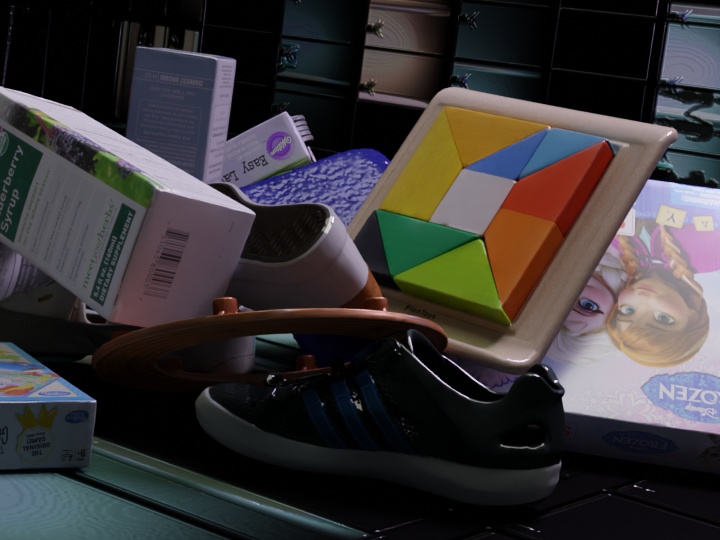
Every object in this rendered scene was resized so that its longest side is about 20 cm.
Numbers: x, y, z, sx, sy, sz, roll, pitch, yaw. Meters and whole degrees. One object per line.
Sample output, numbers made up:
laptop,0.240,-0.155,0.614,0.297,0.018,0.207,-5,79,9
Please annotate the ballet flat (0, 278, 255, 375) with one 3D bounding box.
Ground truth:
ballet flat,-0.163,0.031,0.963,0.197,0.065,0.067,7,3,-6

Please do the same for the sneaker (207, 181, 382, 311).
sneaker,-0.063,0.002,0.940,0.199,0.073,0.085,15,-30,53

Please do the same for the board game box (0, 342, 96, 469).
board game box,-0.245,0.063,0.751,0.198,0.035,0.134,3,9,-31

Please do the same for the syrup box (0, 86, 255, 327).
syrup box,-0.160,-0.039,0.910,0.199,0.080,0.081,30,11,41

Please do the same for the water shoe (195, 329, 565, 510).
water shoe,0.011,0.067,0.809,0.198,0.080,0.071,9,7,14

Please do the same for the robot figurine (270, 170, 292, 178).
robot figurine,-0.048,-0.027,1.308,0.173,0.117,0.200,0,7,4

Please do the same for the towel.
towel,0.000,0.000,1.051,0.146,0.050,0.200,-19,45,-22

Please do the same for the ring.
ring,-0.050,0.042,0.863,0.198,0.019,0.201,-5,-14,-1

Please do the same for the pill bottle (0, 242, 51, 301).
pill bottle,-0.270,-0.018,1.028,0.113,0.115,0.199,12,8,32

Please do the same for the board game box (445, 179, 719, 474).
board game box,0.155,0.024,0.966,0.197,0.041,0.201,7,50,3

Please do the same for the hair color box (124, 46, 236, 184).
hair color box,-0.134,-0.053,1.088,0.060,0.203,0.099,8,7,2

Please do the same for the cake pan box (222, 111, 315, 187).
cake pan box,-0.131,-0.077,1.423,0.198,0.053,0.184,-27,2,3

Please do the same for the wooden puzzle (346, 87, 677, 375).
wooden puzzle,0.073,-0.037,0.955,0.184,0.201,0.037,16,-30,41
